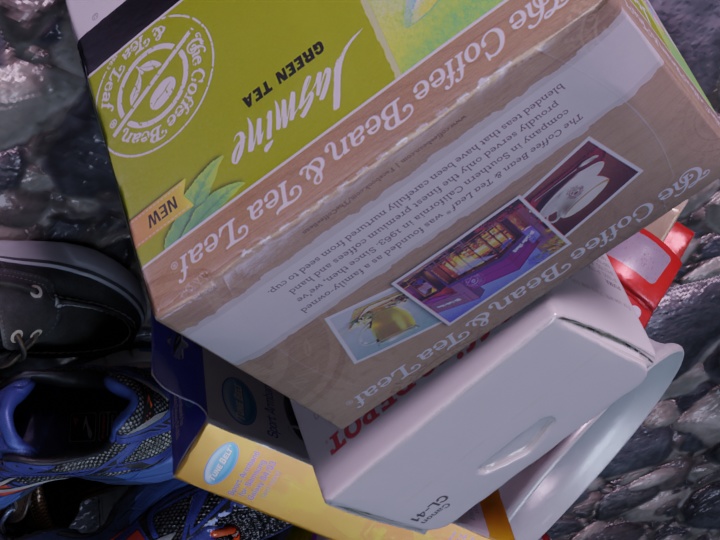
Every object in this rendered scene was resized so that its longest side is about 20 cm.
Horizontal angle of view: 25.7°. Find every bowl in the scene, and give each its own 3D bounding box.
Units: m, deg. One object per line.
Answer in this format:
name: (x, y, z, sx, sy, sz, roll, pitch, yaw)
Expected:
bowl: (0.102, 0.095, 0.971, 0.201, 0.090, 0.202, -42, 162, -17)

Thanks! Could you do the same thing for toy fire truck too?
toy fire truck: (0.138, 0.004, 0.833, 0.142, 0.048, 0.200, -56, 172, -17)

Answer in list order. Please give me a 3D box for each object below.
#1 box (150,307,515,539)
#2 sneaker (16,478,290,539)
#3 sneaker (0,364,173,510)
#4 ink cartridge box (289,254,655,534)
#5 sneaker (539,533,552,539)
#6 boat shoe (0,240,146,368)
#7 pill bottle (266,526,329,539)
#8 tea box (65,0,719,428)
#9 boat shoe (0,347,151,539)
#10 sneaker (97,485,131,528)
box: (-0.022, 0.082, 0.791, 0.198, 0.119, 0.042, 24, 114, -20)
sneaker: (-0.115, 0.167, 0.849, 0.198, 0.079, 0.076, -27, 143, -3)
sneaker: (-0.178, 0.080, 0.812, 0.197, 0.076, 0.078, -14, 161, 12)
ink cartridge box: (0.027, -0.005, 0.736, 0.147, 0.201, 0.085, -41, 139, 24)
sneaker: (0.102, 0.198, 1.101, 0.071, 0.112, 0.200, -45, 144, 1)
boat shoe: (-0.190, 0.020, 0.775, 0.198, 0.057, 0.069, 14, 131, -39)
pill bottle: (-0.004, 0.185, 0.932, 0.103, 0.106, 0.200, -6, 165, -21)
tea box: (0.008, -0.083, 0.631, 0.199, 0.198, 0.133, -35, 143, 16)
boat shoe: (-0.189, 0.113, 0.879, 0.198, 0.073, 0.072, -26, 144, 4)
sneaker: (-0.101, 0.163, 0.944, 0.103, 0.060, 0.203, 1, 108, 6)
